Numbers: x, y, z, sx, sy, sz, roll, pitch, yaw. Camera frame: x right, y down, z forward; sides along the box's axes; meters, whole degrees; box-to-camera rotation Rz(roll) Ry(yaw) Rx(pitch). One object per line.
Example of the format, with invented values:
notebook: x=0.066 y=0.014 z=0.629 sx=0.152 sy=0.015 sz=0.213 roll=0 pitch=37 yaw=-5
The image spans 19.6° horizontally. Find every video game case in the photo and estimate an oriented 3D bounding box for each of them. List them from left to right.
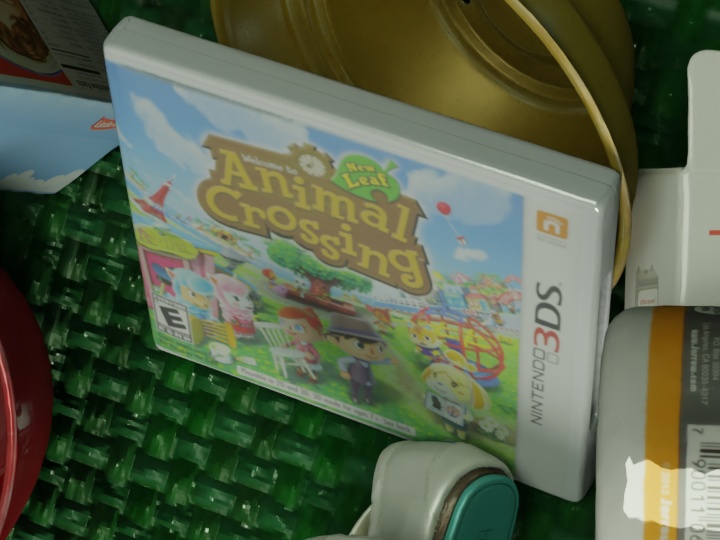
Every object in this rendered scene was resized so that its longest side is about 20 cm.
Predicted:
video game case: x=0.000 y=0.000 z=0.808 sx=0.200 sy=0.182 sz=0.022 roll=19 pitch=53 yaw=18

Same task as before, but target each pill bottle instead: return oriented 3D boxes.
pill bottle: x=0.176 y=0.071 z=0.663 sx=0.199 sy=0.116 sz=0.117 roll=1 pitch=91 yaw=9

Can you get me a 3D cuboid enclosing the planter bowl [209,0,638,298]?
planter bowl: x=0.043 y=-0.083 z=0.803 sx=0.200 sy=0.201 sz=0.083 roll=36 pitch=61 yaw=15

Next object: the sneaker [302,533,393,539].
sneaker: x=0.046 y=0.163 z=0.777 sx=0.200 sy=0.088 sz=0.076 roll=27 pitch=93 yaw=-20

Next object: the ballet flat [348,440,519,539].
ballet flat: x=0.010 y=0.162 z=0.853 sx=0.069 sy=0.069 sz=0.200 roll=18 pitch=98 yaw=18

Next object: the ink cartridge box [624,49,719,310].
ink cartridge box: x=0.161 y=0.022 z=0.773 sx=0.116 sy=0.067 sz=0.201 roll=2 pitch=91 yaw=-10

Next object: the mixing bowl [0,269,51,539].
mixing bowl: x=-0.207 y=0.052 z=0.886 sx=0.200 sy=0.108 sz=0.201 roll=3 pitch=97 yaw=21

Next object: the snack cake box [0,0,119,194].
snack cake box: x=-0.173 y=-0.096 z=0.837 sx=0.067 sy=0.200 sz=0.115 roll=-35 pitch=79 yaw=16
